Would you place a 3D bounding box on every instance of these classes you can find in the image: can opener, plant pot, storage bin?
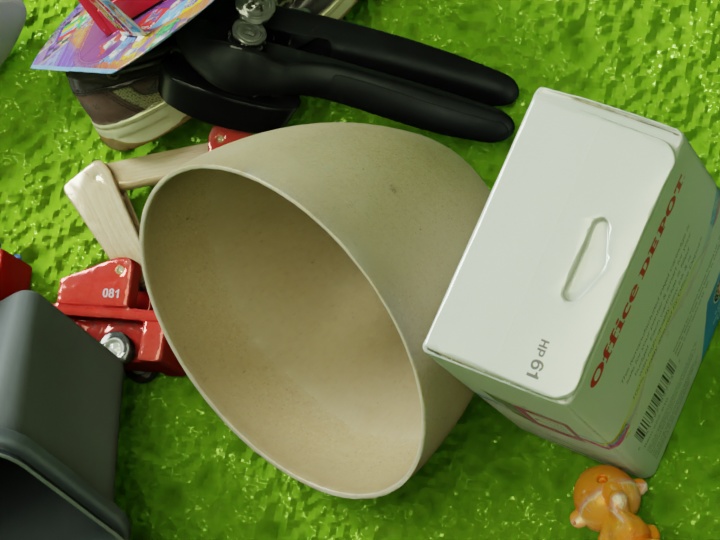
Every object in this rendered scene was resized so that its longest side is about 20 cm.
[{"bbox_3d":[-0.009,-0.112,1.524,0.200,0.079,0.064,8,61,-7],"label":"can opener"},{"bbox_3d":[0.000,0.000,1.467,0.200,0.201,0.134,36,53,22],"label":"plant pot"},{"bbox_3d":[-0.223,0.100,1.491,0.200,0.146,0.135,-26,39,30],"label":"storage bin"}]

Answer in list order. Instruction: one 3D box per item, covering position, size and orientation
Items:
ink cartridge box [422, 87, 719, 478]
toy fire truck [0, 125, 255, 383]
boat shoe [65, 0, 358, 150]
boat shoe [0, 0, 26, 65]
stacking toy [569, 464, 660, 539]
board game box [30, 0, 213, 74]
[{"bbox_3d":[0.119,0.010,1.403,0.085,0.200,0.145,21,83,20],"label":"ink cartridge box"},{"bbox_3d":[-0.138,-0.011,1.569,0.200,0.049,0.141,4,77,19],"label":"toy fire truck"},{"bbox_3d":[-0.075,-0.146,1.561,0.200,0.065,0.073,-38,37,-1],"label":"boat shoe"},{"bbox_3d":[-0.289,-0.117,1.635,0.202,0.075,0.086,-42,64,13],"label":"boat shoe"},{"bbox_3d":[0.163,0.180,1.410,0.116,0.110,0.200,-27,58,-8],"label":"stacking toy"},{"bbox_3d":[-0.117,-0.176,1.538,0.158,0.200,0.039,-45,112,-15],"label":"board game box"}]
